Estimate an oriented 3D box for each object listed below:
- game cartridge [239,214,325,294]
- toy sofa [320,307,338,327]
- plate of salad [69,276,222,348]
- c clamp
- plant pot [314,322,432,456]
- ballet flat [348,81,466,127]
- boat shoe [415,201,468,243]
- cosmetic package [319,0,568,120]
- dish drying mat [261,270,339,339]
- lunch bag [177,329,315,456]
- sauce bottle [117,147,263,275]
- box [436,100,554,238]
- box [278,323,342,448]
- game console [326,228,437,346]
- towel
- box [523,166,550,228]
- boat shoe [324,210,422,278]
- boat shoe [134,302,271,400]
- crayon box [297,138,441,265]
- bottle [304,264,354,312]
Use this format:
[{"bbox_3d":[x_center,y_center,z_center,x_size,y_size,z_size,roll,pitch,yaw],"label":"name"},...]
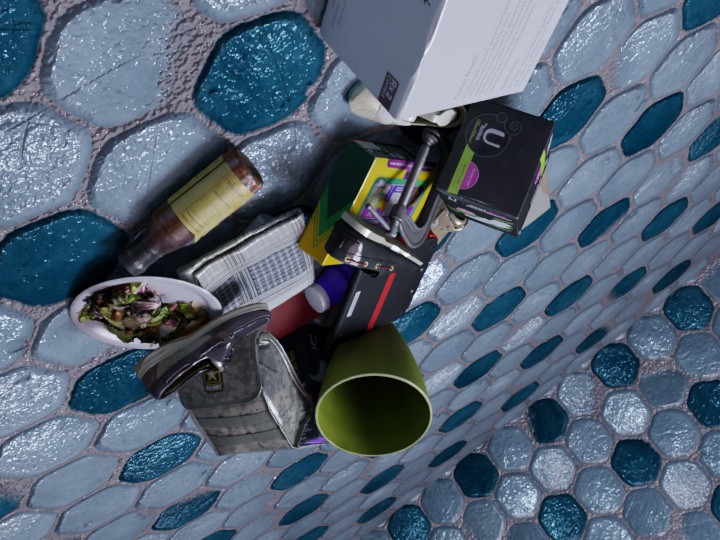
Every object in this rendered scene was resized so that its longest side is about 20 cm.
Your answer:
[{"bbox_3d":[-0.128,-0.015,1.228,0.133,0.042,0.200,-42,154,20],"label":"game cartridge"},{"bbox_3d":[0.009,0.063,1.452,0.083,0.098,0.200,-17,149,-35],"label":"toy sofa"},{"bbox_3d":[-0.286,0.068,1.091,0.200,0.048,0.200,-5,149,-3],"label":"plate of salad"},{"bbox_3d":[0.084,-0.120,1.141,0.200,0.027,0.171,-64,148,-21],"label":"c clamp"},{"bbox_3d":[0.021,0.172,1.365,0.187,0.200,0.187,0,127,0],"label":"plant pot"},{"bbox_3d":[0.072,-0.224,1.095,0.200,0.062,0.068,-10,135,-43],"label":"ballet flat"},{"bbox_3d":[0.151,-0.096,1.399,0.072,0.065,0.200,-14,146,-38],"label":"boat shoe"},{"bbox_3d":[0.093,-0.292,0.892,0.200,0.165,0.165,-18,148,-33],"label":"cosmetic package"},{"bbox_3d":[-0.134,0.074,1.340,0.200,0.018,0.077,-29,114,-15],"label":"dish drying mat"},{"bbox_3d":[-0.190,0.186,1.277,0.164,0.118,0.200,-11,120,26],"label":"lunch bag"},{"bbox_3d":[-0.213,-0.069,1.005,0.200,0.066,0.066,-36,154,9],"label":"sauce bottle"},{"bbox_3d":[0.203,-0.148,1.207,0.200,0.124,0.149,24,87,-78],"label":"box"},{"bbox_3d":[-0.098,0.203,1.413,0.106,0.200,0.122,-19,162,27],"label":"box"},{"bbox_3d":[0.034,0.024,1.287,0.177,0.031,0.200,-19,143,-39],"label":"game console"},{"bbox_3d":[-0.156,0.013,1.163,0.200,0.035,0.193,-29,153,-14],"label":"towel"},{"bbox_3d":[0.269,-0.159,1.410,0.078,0.095,0.200,-37,155,-1],"label":"box"},{"bbox_3d":[0.020,-0.026,1.129,0.063,0.074,0.201,-56,149,9],"label":"boat shoe"},{"bbox_3d":[-0.205,0.111,1.108,0.200,0.065,0.072,-27,162,-22],"label":"boat shoe"},{"bbox_3d":[0.018,-0.097,1.185,0.200,0.058,0.173,-5,129,-57],"label":"crayon box"},{"bbox_3d":[0.000,0.000,1.324,0.200,0.084,0.065,-33,145,-30],"label":"bottle"}]
